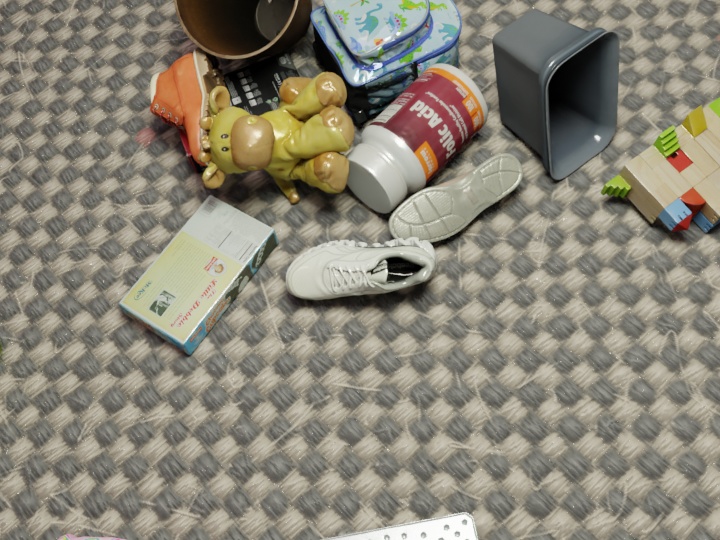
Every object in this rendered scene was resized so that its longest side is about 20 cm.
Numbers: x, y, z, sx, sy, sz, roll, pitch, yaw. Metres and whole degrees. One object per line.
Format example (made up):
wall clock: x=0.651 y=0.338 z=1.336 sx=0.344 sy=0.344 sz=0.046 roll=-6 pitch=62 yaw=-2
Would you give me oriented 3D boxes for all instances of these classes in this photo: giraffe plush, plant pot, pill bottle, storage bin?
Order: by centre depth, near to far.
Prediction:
giraffe plush: x=-0.125 y=-0.175 z=1.163 sx=0.161 sy=0.199 sz=0.174 roll=-2 pitch=79 yaw=-38
storage bin: x=0.261 y=-0.253 z=1.191 sx=0.145 sy=0.201 sz=0.134 roll=-35 pitch=53 yaw=-13
pill bottle: x=0.072 y=-0.179 z=1.210 sx=0.114 sy=0.114 sz=0.200 roll=36 pitch=70 yaw=24
plant pot: x=-0.147 y=-0.392 z=1.301 sx=0.185 sy=0.200 sz=0.189 roll=1 pitch=95 yaw=14

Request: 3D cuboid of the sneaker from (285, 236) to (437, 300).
sneaker: x=0.000 y=0.000 z=1.125 sx=0.198 sy=0.081 sz=0.076 roll=-10 pitch=102 yaw=4

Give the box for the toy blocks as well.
toy blocks: x=0.437 y=-0.116 z=1.152 sx=0.199 sy=0.100 sz=0.137 roll=-34 pitch=73 yaw=-13

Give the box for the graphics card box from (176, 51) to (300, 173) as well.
graphics card box: x=-0.175 y=-0.236 z=1.310 sx=0.199 sy=0.051 sz=0.126 roll=-23 pitch=60 yaw=-5

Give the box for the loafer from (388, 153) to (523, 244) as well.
loafer: x=0.126 y=-0.091 z=1.194 sx=0.199 sy=0.063 sz=0.072 roll=-28 pitch=94 yaw=-6

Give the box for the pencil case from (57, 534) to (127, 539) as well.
pencil case: x=-0.244 y=0.342 z=0.970 sx=0.198 sy=0.088 sz=0.088 roll=5 pitch=61 yaw=11

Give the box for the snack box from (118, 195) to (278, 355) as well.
snack box: x=-0.214 y=0.002 z=1.186 sx=0.116 sy=0.037 sz=0.201 roll=28 pitch=67 yaw=21

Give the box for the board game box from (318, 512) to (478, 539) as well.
board game box: x=0.044 y=0.378 z=0.947 sx=0.198 sy=0.026 sz=0.201 roll=-11 pitch=59 yaw=0

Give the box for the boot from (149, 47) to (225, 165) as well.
boot: x=-0.243 y=-0.217 z=1.246 sx=0.106 sy=0.075 sz=0.201 roll=-18 pitch=58 yaw=10

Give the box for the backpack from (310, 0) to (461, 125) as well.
backpack: x=0.045 y=-0.344 z=1.290 sx=0.199 sy=0.147 sz=0.184 roll=-23 pitch=62 yaw=-10
